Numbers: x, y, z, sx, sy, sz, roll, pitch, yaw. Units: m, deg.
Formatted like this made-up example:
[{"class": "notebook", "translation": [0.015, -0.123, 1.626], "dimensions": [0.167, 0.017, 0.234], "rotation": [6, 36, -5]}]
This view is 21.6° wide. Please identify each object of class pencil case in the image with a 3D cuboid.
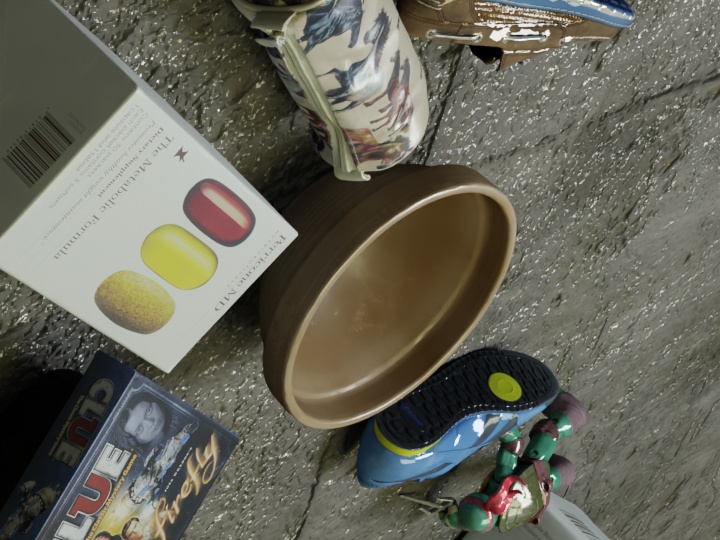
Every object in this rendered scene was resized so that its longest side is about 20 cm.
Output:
[{"class": "pencil case", "translation": [-0.017, -0.127, 1.073], "dimensions": [0.090, 0.078, 0.200], "rotation": [-62, 155, -16]}]

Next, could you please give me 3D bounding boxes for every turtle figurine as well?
[{"class": "turtle figurine", "translation": [0.121, 0.180, 1.632], "dimensions": [0.200, 0.101, 0.150], "rotation": [-23, 147, -48]}]

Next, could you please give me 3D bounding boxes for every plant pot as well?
[{"class": "plant pot", "translation": [0.000, 0.000, 1.243], "dimensions": [0.201, 0.093, 0.201], "rotation": [-33, 148, -24]}]

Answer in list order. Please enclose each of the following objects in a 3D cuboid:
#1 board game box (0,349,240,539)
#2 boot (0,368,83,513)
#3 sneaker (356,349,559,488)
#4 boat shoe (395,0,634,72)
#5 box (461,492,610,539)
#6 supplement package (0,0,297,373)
[{"class": "board game box", "translation": [-0.165, 0.161, 1.139], "dimensions": [0.200, 0.035, 0.135], "rotation": [-60, 148, -7]}, {"class": "boot", "translation": [-0.211, 0.172, 1.189], "dimensions": [0.200, 0.076, 0.168], "rotation": [-45, 148, -16]}, {"class": "sneaker", "translation": [0.075, 0.123, 1.533], "dimensions": [0.200, 0.066, 0.079], "rotation": [-20, 148, -38]}, {"class": "boat shoe", "translation": [0.092, -0.168, 1.192], "dimensions": [0.200, 0.072, 0.072], "rotation": [7, 127, -44]}, {"class": "box", "translation": [0.192, 0.337, 1.808], "dimensions": [0.171, 0.199, 0.200], "rotation": [-48, 151, 3]}, {"class": "supplement package", "translation": [-0.137, -0.045, 0.984], "dimensions": [0.114, 0.110, 0.200], "rotation": [-47, 151, 1]}]
